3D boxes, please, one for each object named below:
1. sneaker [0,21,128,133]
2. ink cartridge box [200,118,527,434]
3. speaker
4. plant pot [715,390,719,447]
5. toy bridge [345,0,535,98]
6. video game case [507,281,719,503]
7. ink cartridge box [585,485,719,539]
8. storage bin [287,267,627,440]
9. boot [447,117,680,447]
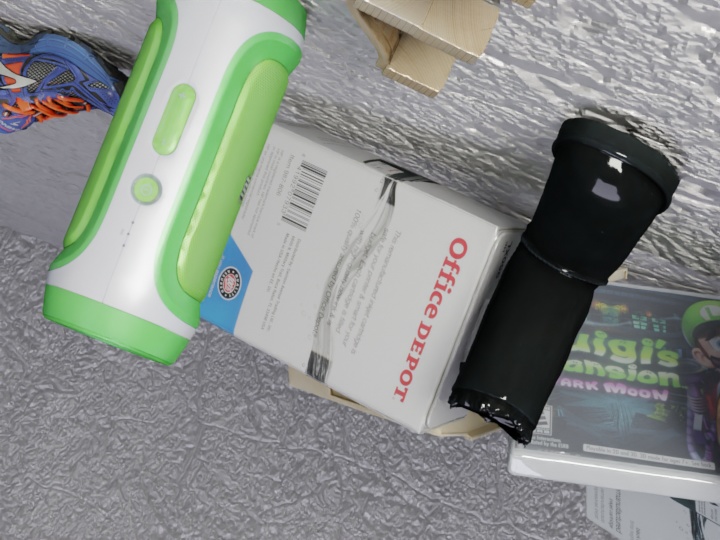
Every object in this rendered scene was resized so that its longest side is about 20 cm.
[{"bbox_3d":[-0.245,-0.136,1.037,0.199,0.079,0.075,16,172,31],"label":"sneaker"},{"bbox_3d":[0.000,0.000,0.934,0.199,0.146,0.084,26,-167,24],"label":"ink cartridge box"},{"bbox_3d":[-0.096,-0.057,0.724,0.088,0.202,0.088,20,173,3],"label":"speaker"},{"bbox_3d":[0.306,0.107,0.734,0.199,0.201,0.198,26,-166,-37],"label":"plant pot"},{"bbox_3d":[0.028,-0.119,0.616,0.067,0.027,0.200,24,172,-7],"label":"toy bridge"},{"bbox_3d":[0.200,0.075,0.916,0.198,0.183,0.024,7,130,4],"label":"video game case"},{"bbox_3d":[0.270,0.165,1.034,0.199,0.083,0.148,28,141,37],"label":"ink cartridge box"},{"bbox_3d":[0.071,0.049,1.088,0.197,0.095,0.199,-14,-164,-37],"label":"storage bin"},{"bbox_3d":[0.108,0.013,0.791,0.073,0.163,0.198,28,173,7],"label":"boot"}]
